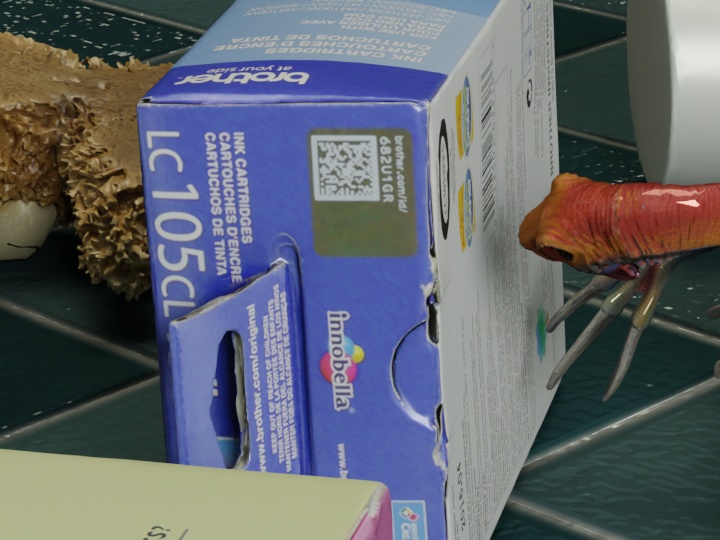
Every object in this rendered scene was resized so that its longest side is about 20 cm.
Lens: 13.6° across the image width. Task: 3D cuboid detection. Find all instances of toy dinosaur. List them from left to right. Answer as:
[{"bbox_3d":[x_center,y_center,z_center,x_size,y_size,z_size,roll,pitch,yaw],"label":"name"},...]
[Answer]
[{"bbox_3d":[0.107,-0.013,0.769,0.105,0.201,0.182,19,-17,24],"label":"toy dinosaur"}]

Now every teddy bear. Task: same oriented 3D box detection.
[{"bbox_3d":[-0.052,-0.027,0.971,0.199,0.067,0.145,0,29,-14],"label":"teddy bear"}]

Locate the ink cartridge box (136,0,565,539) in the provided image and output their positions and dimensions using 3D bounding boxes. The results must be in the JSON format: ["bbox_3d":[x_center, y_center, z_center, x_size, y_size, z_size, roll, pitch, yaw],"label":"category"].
[{"bbox_3d":[0.000,0.000,0.768,0.076,0.137,0.200,1,20,12],"label":"ink cartridge box"}]

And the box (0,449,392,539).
[{"bbox_3d":[-0.110,0.108,0.548,0.199,0.097,0.176,4,22,14],"label":"box"}]

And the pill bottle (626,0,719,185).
[{"bbox_3d":[0.191,-0.072,0.980,0.199,0.113,0.112,-3,20,-4],"label":"pill bottle"}]
